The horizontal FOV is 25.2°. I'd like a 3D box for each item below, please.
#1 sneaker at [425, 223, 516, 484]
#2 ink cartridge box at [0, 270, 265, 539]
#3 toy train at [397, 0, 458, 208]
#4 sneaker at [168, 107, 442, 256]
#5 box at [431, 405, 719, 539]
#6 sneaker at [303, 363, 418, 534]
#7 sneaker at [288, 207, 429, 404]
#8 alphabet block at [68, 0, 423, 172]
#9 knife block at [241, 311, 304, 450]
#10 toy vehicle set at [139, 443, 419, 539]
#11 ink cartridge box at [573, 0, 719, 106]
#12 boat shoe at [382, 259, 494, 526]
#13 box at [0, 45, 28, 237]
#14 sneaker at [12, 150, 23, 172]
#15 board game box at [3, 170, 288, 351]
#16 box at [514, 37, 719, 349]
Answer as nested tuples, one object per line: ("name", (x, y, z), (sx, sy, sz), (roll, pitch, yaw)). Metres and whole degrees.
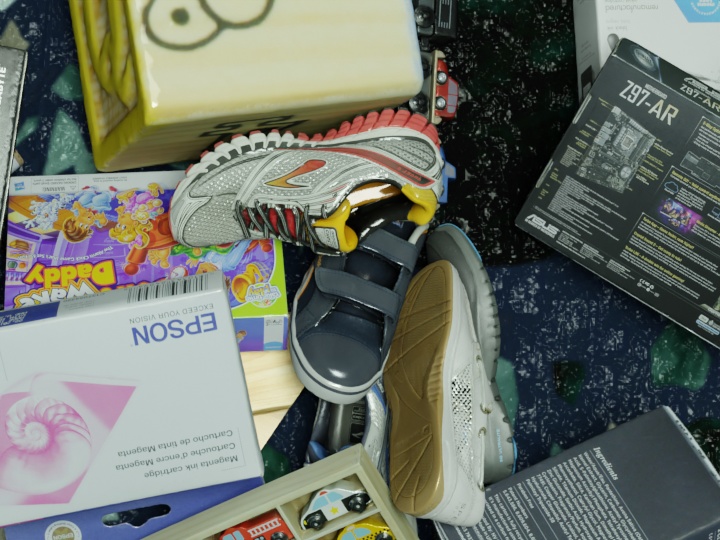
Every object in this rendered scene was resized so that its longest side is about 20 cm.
("sneaker", (0.065, 0.066, 1.220), (0.081, 0.073, 0.203), (-8, 83, -5))
("ink cartridge box", (-0.170, 0.114, 1.113), (0.194, 0.043, 0.202), (-11, 110, -2))
("toy train", (0.055, -0.137, 1.259), (0.045, 0.034, 0.203), (6, 82, -21))
("sneaker", (-0.039, -0.051, 1.113), (0.197, 0.078, 0.083), (-14, 52, 7))
("box", (0.162, 0.212, 1.170), (0.198, 0.149, 0.105), (-23, 51, -10))
("sneaker", (-0.009, 0.151, 1.178), (0.076, 0.085, 0.203), (-4, 86, 27))
("sneaker", (0.000, 0.000, 1.160), (0.078, 0.080, 0.201), (20, 45, -7))
("alphabet block", (-0.091, -0.189, 1.141), (0.198, 0.196, 0.198), (-8, 84, -20))
("knife block", (-0.133, 0.068, 1.189), (0.175, 0.064, 0.201), (36, 80, -5))
("toy vehicle set", (-0.057, 0.214, 1.142), (0.198, 0.027, 0.125), (-25, 113, 15))
("ink cartridge box", (0.236, -0.127, 1.270), (0.114, 0.067, 0.203), (-3, 85, -9))
("boat shoe", (0.061, 0.090, 1.151), (0.069, 0.071, 0.202), (27, 52, -32))
("box", (-0.322, -0.066, 1.112), (0.158, 0.049, 0.203), (8, 86, -11))
("sneaker", (-0.351, -0.116, 1.169), (0.108, 0.070, 0.200), (-44, 91, -8))
("board game box", (-0.155, -0.006, 1.166), (0.197, 0.045, 0.136), (-3, 54, -6))
("box", (0.236, -0.052, 1.189), (0.199, 0.044, 0.161), (30, 122, 4))
